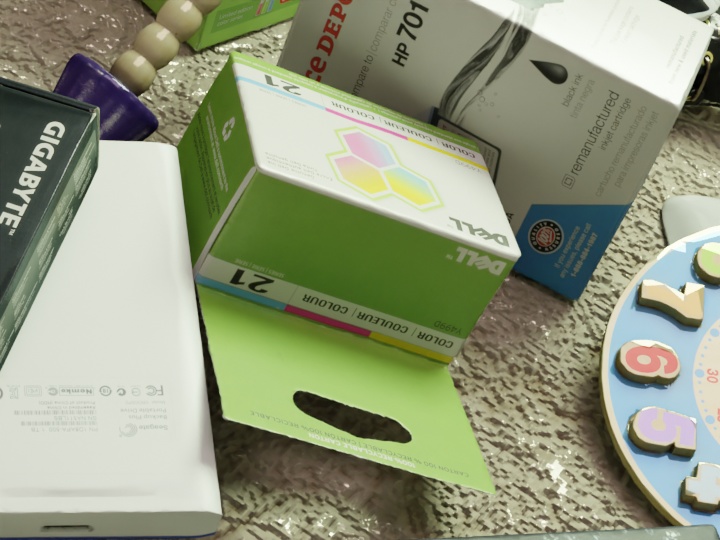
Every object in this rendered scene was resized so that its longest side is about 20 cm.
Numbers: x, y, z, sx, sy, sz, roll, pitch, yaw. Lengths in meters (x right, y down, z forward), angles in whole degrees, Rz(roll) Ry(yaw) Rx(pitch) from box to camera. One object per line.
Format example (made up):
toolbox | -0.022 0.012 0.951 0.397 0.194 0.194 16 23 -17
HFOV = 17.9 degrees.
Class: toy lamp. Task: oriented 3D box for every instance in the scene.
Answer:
toy lamp | -0.089 -0.132 1.152 0.058 0.058 0.200 36 82 15

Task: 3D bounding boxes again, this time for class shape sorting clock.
shape sorting clock | 0.218 0.061 1.147 0.199 0.039 0.201 6 59 -10

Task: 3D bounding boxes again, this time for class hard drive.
hard drive | -0.138 0.027 1.022 0.131 0.025 0.201 1 54 -16

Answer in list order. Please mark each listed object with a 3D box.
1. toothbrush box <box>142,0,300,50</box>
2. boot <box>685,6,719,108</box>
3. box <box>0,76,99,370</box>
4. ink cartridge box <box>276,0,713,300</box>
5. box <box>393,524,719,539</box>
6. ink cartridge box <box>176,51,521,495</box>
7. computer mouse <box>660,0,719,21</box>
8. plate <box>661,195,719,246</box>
toothbrush box | -0.042 -0.238 1.258 0.086 0.200 0.145 43 44 21
boot | 0.165 -0.106 1.314 0.199 0.073 0.151 21 39 2
box | -0.220 -0.007 0.983 0.158 0.046 0.201 17 55 6
ink cartridge box | 0.061 -0.098 1.197 0.199 0.147 0.086 26 41 2
box | 0.075 0.213 0.889 0.196 0.118 0.200 0 44 -26
ink cartridge box | 0.000 0.000 1.075 0.147 0.076 0.200 18 30 -24
computer mouse | 0.114 -0.173 1.295 0.199 0.044 0.110 -4 37 -19
plate | 0.273 0.036 1.246 0.199 0.032 0.200 11 42 -15
